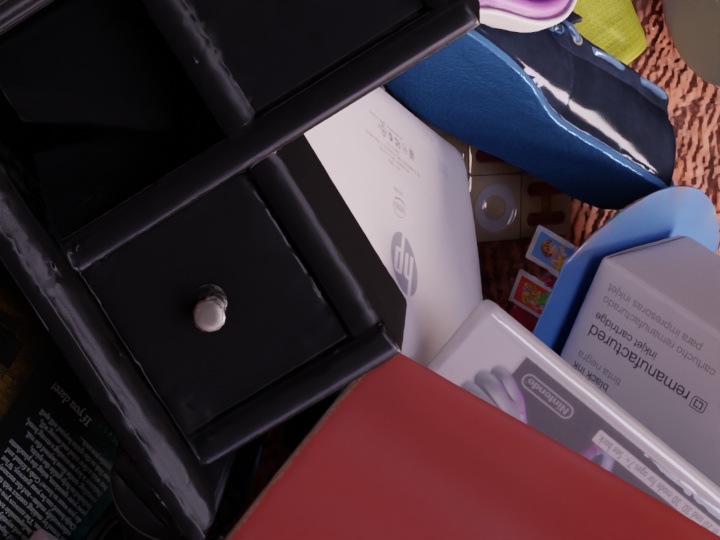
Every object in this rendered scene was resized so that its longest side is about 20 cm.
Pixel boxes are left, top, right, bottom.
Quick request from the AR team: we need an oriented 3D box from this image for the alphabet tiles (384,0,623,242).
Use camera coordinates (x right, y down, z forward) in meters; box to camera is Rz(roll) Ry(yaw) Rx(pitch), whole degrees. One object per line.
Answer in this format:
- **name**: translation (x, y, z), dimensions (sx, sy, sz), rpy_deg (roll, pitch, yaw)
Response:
- **alphabet tiles**: translation (0.065, -0.114, 1.028), dimensions (0.166, 0.008, 0.201), rpy_deg (-5, 99, -35)

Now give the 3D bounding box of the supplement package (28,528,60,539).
- **supplement package**: translation (-0.089, 0.241, 0.853), dimensions (0.151, 0.152, 0.200), rpy_deg (-47, 123, 5)

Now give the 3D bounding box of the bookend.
- **bookend**: translation (-0.027, -0.046, 0.739), dimensions (0.198, 0.092, 0.201), rpy_deg (-30, 99, 9)

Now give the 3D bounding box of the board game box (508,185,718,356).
- **board game box**: translation (0.101, 0.037, 1.033), dimensions (0.158, 0.039, 0.201), rpy_deg (-10, 128, -53)

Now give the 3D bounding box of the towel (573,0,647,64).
- **towel**: translation (0.078, -0.173, 1.014), dimensions (0.086, 0.018, 0.201), rpy_deg (-38, 116, -24)

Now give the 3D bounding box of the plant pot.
- **plant pot**: translation (0.034, 0.137, 0.801), dimensions (0.177, 0.200, 0.201), rpy_deg (39, 71, 3)

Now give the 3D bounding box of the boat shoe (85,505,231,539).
- **boat shoe**: translation (-0.036, 0.152, 0.962), dimensions (0.199, 0.056, 0.069), rpy_deg (17, 86, -35)

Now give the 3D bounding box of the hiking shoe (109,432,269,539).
- **hiking shoe**: translation (-0.062, 0.032, 0.885), dimensions (0.074, 0.087, 0.201), rpy_deg (23, 60, -2)

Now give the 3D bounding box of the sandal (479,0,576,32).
- **sandal**: translation (0.034, -0.137, 0.844), dimensions (0.202, 0.050, 0.083), rpy_deg (-8, 93, -50)

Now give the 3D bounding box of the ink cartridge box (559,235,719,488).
- **ink cartridge box**: translation (0.150, 0.109, 0.984), dimensions (0.084, 0.146, 0.201), rpy_deg (-14, 131, -52)

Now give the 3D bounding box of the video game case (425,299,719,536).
- **video game case**: translation (0.072, 0.143, 0.901), dimensions (0.200, 0.023, 0.182), rpy_deg (39, 99, -8)

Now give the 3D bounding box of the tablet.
- **tablet**: translation (0.012, -0.021, 0.903), dimensions (0.200, 0.014, 0.131), rpy_deg (32, 49, -60)

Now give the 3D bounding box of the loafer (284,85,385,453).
- **loafer**: translation (0.000, 0.000, 0.957), dimensions (0.068, 0.070, 0.202), rpy_deg (-7, 100, -35)

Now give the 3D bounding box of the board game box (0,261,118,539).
- **board game box**: translation (-0.177, 0.044, 0.862), dimensions (0.135, 0.028, 0.200), rpy_deg (-51, 121, -21)

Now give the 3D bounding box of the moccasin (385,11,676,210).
- **moccasin**: translation (0.072, -0.094, 0.980), dimensions (0.200, 0.080, 0.069), rpy_deg (33, 59, -42)

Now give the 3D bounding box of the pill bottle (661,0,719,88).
- **pill bottle**: translation (0.260, -0.155, 1.095), dimensions (0.199, 0.114, 0.115), rpy_deg (-13, 104, -34)
